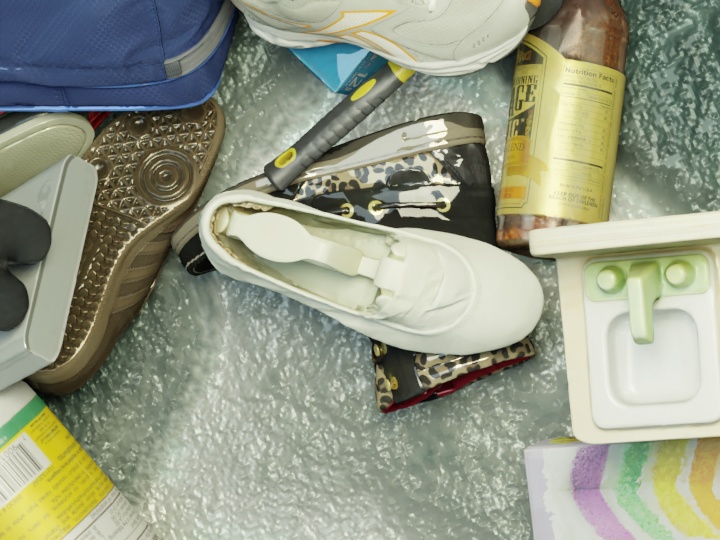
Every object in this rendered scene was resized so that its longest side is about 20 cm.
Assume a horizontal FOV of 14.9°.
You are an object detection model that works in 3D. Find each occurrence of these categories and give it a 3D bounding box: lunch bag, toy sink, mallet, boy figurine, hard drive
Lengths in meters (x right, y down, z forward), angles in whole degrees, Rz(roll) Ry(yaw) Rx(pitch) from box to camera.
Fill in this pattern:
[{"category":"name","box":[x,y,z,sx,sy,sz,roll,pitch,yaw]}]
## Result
[{"category":"lunch bag","box":[-0.172,-0.165,1.583,0.199,0.133,0.136,1,44,11]},{"category":"toy sink","box":[0.179,0.031,1.434,0.130,0.200,0.113,-6,87,20]},{"category":"mallet","box":[0.029,-0.108,1.518,0.200,0.041,0.066,-46,49,7]},{"category":"boy figurine","box":[-0.249,-0.012,1.577,0.200,0.064,0.125,6,73,55]},{"category":"hard drive","box":[-0.232,0.025,1.608,0.200,0.026,0.132,-28,43,44]}]

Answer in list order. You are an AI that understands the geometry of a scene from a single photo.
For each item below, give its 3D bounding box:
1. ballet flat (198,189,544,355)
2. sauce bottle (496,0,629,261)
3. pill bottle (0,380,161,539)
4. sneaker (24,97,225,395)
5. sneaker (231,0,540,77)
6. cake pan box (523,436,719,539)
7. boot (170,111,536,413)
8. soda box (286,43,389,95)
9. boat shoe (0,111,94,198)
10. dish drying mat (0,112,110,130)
[{"category":"ballet flat","box":[0.000,0.000,1.503,0.199,0.069,0.070,16,95,13]},{"category":"sauce bottle","box":[0.116,-0.107,1.532,0.066,0.066,0.201,4,81,21]},{"category":"pill bottle","box":[-0.177,0.172,1.599,0.113,0.113,0.200,-40,93,16]},{"category":"sneaker","box":[-0.146,-0.017,1.633,0.070,0.076,0.200,30,77,11]},{"category":"sneaker","box":[0.000,-0.154,1.475,0.199,0.092,0.076,4,77,32]},{"category":"cake pan box","box":[0.190,0.184,1.500,0.183,0.052,0.201,-4,94,22]},{"category":"boot","box":[-0.002,0.008,1.574,0.199,0.073,0.151,-20,82,14]},{"category":"soda box","box":[0.036,-0.194,1.564,0.068,0.064,0.200,44,104,16]},{"category":"boat shoe","box":[-0.243,-0.066,1.654,0.200,0.072,0.068,-25,63,33]},{"category":"dish drying mat","box":[-0.236,-0.148,1.692,0.077,0.018,0.200,-46,74,15]}]
